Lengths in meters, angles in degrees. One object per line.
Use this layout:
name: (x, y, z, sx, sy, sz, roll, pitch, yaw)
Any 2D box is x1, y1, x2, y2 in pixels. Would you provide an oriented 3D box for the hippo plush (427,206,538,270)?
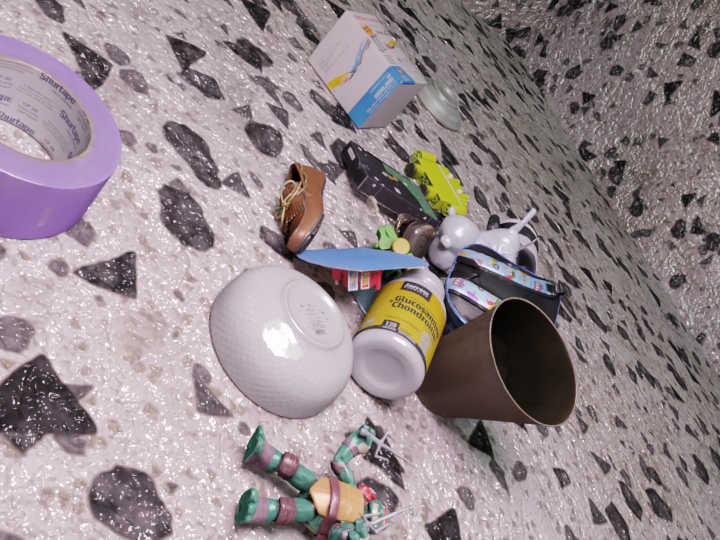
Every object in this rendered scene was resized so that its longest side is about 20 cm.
hippo plush: (0.214, -0.027, 1.244, 0.158, 0.201, 0.161, 20, 50, -13)

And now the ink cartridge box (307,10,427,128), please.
ink cartridge box: (0.015, -0.439, 1.442, 0.201, 0.144, 0.147, 53, 31, 7)

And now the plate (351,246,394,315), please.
plate: (0.057, 0.037, 1.093, 0.199, 0.026, 0.202, 33, 34, -26)

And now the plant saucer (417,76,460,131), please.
plant saucer: (0.233, -0.496, 1.897, 0.199, 0.050, 0.202, 35, 33, -26)

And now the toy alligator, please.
toy alligator: (0.048, -0.030, 1.082, 0.054, 0.059, 0.202, -29, 77, -18)

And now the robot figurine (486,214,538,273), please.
robot figurine: (0.327, -0.033, 1.444, 0.122, 0.153, 0.201, 13, 30, 10)

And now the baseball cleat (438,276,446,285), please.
baseball cleat: (0.208, 0.090, 1.196, 0.201, 0.069, 0.106, 53, 26, -1)

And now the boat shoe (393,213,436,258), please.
boat shoe: (0.086, -0.060, 1.176, 0.073, 0.075, 0.200, 32, 3, 8)

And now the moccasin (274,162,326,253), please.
moccasin: (-0.094, -0.102, 0.996, 0.077, 0.074, 0.203, 26, 39, -19)

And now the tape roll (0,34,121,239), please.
tape roll: (-0.355, -0.138, 0.671, 0.199, 0.085, 0.202, 34, 34, -27)

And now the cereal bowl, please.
cereal bowl: (-0.081, 0.073, 0.810, 0.199, 0.083, 0.202, 35, 32, -26)

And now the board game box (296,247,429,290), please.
board game box: (0.000, 0.000, 0.972, 0.197, 0.040, 0.157, -3, 13, -40)

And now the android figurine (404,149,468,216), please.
android figurine: (0.183, -0.195, 1.507, 0.198, 0.041, 0.184, 5, 53, -49)

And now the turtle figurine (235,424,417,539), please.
turtle figurine: (-0.027, 0.237, 0.686, 0.197, 0.102, 0.150, 19, 25, -19)

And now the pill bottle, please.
pill bottle: (0.061, 0.081, 0.947, 0.112, 0.112, 0.201, 44, 36, -9)

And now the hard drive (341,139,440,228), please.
hard drive: (0.058, -0.161, 1.280, 0.198, 0.038, 0.141, 26, 27, -35)

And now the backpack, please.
backpack: (0.212, 0.066, 1.074, 0.198, 0.135, 0.184, 31, 55, -7)

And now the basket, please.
basket: (0.178, 0.145, 0.936, 0.136, 0.199, 0.182, -39, 97, -34)
